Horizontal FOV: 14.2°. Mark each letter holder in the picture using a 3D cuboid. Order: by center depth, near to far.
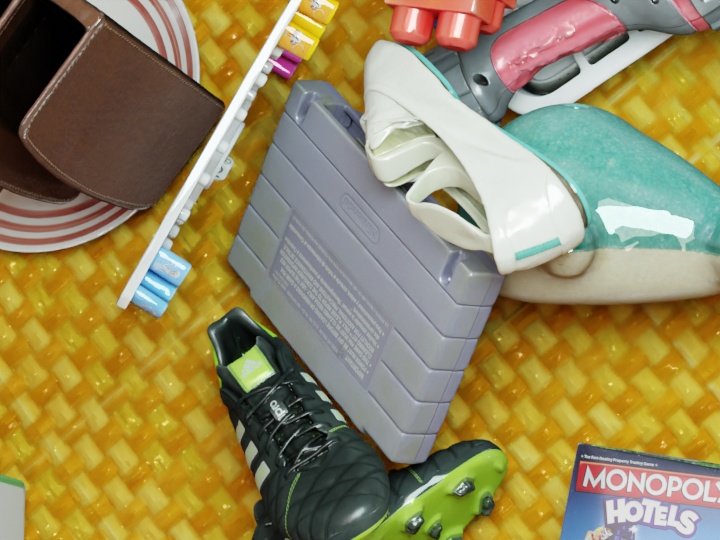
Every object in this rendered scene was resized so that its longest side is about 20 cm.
[{"bbox_3d":[-0.183,-0.084,1.615,0.100,0.200,0.142,35,90,20],"label":"letter holder"}]

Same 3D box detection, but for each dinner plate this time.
[{"bbox_3d":[-0.188,-0.108,1.740,0.199,0.024,0.201,-4,78,17],"label":"dinner plate"}]

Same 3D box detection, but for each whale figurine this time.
[{"bbox_3d":[0.146,-0.035,1.547,0.199,0.159,0.104,5,99,37],"label":"whale figurine"}]

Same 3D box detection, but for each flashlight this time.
[{"bbox_3d":[0.119,-0.128,1.579,0.199,0.068,0.068,-28,91,17],"label":"flashlight"}]

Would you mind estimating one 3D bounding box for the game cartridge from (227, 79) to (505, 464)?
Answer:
[{"bbox_3d":[0.000,0.000,1.594,0.200,0.038,0.130,49,131,43],"label":"game cartridge"}]

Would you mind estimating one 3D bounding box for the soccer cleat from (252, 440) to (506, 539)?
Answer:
[{"bbox_3d":[-0.011,0.145,1.606,0.200,0.068,0.081,-36,57,7],"label":"soccer cleat"}]

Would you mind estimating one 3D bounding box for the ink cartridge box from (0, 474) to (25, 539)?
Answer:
[{"bbox_3d":[-0.311,0.156,1.659,0.199,0.146,0.085,-4,79,17],"label":"ink cartridge box"}]

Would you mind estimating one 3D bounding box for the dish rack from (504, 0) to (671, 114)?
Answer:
[{"bbox_3d":[0.114,-0.206,1.636,0.171,0.044,0.201,-34,81,17],"label":"dish rack"}]

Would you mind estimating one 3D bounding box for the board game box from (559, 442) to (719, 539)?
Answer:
[{"bbox_3d":[0.208,0.161,1.542,0.199,0.062,0.201,9,81,19],"label":"board game box"}]

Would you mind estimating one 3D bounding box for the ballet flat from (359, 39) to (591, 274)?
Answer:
[{"bbox_3d":[0.041,-0.060,1.507,0.070,0.069,0.200,-50,45,2],"label":"ballet flat"}]

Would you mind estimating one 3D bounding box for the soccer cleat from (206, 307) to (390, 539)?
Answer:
[{"bbox_3d":[-0.041,0.087,1.569,0.067,0.081,0.200,-34,30,-4],"label":"soccer cleat"}]

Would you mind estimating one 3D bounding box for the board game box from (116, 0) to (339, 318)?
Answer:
[{"bbox_3d":[-0.076,-0.064,1.611,0.026,0.200,0.201,29,88,-4],"label":"board game box"}]

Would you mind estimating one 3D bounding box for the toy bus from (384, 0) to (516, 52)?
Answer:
[{"bbox_3d":[0.086,-0.207,1.530,0.199,0.136,0.193,5,80,25],"label":"toy bus"}]
